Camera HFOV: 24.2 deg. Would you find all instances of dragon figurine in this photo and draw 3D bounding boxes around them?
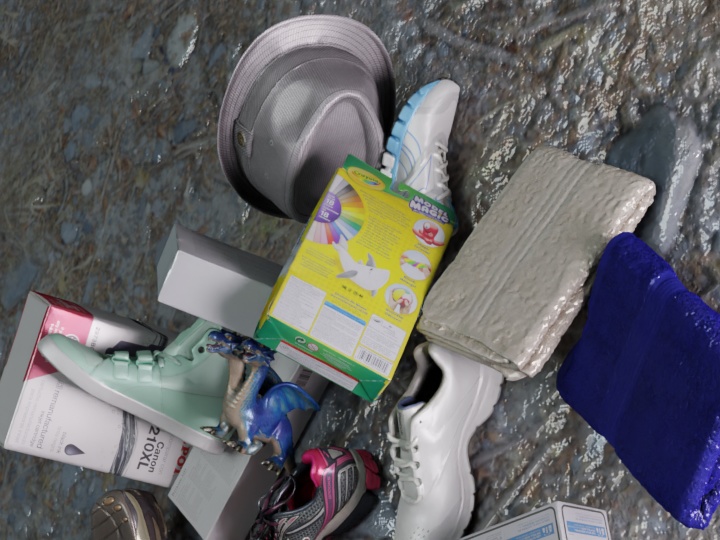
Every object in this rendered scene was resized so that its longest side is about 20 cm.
[{"bbox_3d":[-0.078,0.122,1.493,0.059,0.200,0.100,26,81,41],"label":"dragon figurine"}]

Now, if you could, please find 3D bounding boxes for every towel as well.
[{"bbox_3d":[0.142,-0.009,1.361,0.132,0.034,0.200,24,73,47],"label":"towel"},{"bbox_3d":[0.227,0.079,1.245,0.200,0.049,0.148,52,131,54],"label":"towel"}]

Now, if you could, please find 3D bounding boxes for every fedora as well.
[{"bbox_3d":[-0.035,-0.121,1.515,0.090,0.176,0.201,52,132,50],"label":"fedora"}]

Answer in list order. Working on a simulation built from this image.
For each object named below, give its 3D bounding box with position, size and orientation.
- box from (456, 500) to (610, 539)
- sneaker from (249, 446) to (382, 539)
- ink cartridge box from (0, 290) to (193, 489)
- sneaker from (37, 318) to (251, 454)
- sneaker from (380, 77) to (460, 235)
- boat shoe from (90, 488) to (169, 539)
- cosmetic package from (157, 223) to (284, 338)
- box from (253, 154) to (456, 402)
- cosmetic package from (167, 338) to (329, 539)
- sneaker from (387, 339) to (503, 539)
[{"bbox_3d":[0.143,0.290,1.280,0.116,0.060,0.201,-27,59,39],"label":"box"},{"bbox_3d":[-0.067,0.231,1.517,0.200,0.074,0.081,-55,45,20],"label":"sneaker"},{"bbox_3d":[-0.243,0.120,1.639,0.084,0.199,0.145,20,91,63],"label":"ink cartridge box"},{"bbox_3d":[-0.192,0.076,1.556,0.119,0.200,0.074,-63,14,0],"label":"sneaker"},{"bbox_3d":[0.058,-0.073,1.500,0.086,0.075,0.201,23,93,24],"label":"sneaker"},{"bbox_3d":[-0.203,0.308,1.641,0.074,0.073,0.201,-11,90,36],"label":"boat shoe"},{"bbox_3d":[-0.078,0.027,1.467,0.151,0.199,0.052,-116,49,-76],"label":"cosmetic package"},{"bbox_3d":[0.000,0.000,1.403,0.200,0.117,0.048,-64,5,-36],"label":"box"},{"bbox_3d":[-0.105,0.156,1.599,0.083,0.051,0.201,40,107,44],"label":"cosmetic package"},{"bbox_3d":[0.054,0.149,1.405,0.074,0.087,0.201,6,83,46],"label":"sneaker"}]
